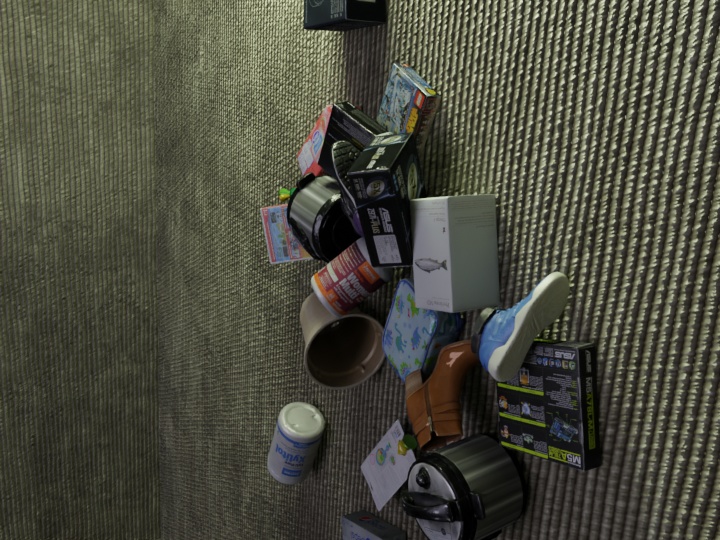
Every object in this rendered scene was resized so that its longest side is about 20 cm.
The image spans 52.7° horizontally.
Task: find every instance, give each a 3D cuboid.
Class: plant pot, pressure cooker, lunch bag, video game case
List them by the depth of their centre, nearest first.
[{"bbox_3d":[0.175,0.401,1.309,0.179,0.198,0.178,50,137,37],"label":"pressure cooker"},{"bbox_3d":[0.119,0.121,1.476,0.161,0.081,0.202,49,135,43],"label":"lunch bag"},{"bbox_3d":[-0.070,-0.120,1.658,0.200,0.177,0.178,37,116,50],"label":"pressure cooker"},{"bbox_3d":[-0.057,0.142,1.703,0.184,0.197,0.203,-124,39,-56],"label":"plant pot"},{"bbox_3d":[-0.147,-0.098,1.815,0.197,0.017,0.145,-7,100,19],"label":"video game case"}]

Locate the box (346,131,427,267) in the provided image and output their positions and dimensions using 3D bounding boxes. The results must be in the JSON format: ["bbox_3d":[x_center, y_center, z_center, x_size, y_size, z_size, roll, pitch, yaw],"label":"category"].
[{"bbox_3d":[0.061,-0.133,1.377,0.085,0.164,0.202,-2,121,23],"label":"box"}]

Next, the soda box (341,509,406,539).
[{"bbox_3d":[0.030,0.634,1.732,0.199,0.067,0.065,-2,92,59],"label":"soda box"}]

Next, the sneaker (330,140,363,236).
[{"bbox_3d":[-0.023,-0.161,1.487,0.087,0.075,0.202,-21,94,55],"label":"sneaker"}]

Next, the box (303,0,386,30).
[{"bbox_3d":[-0.037,-0.609,1.587,0.199,0.106,0.151,19,112,56],"label":"box"}]

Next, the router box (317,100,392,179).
[{"bbox_3d":[0.005,-0.237,1.515,0.200,0.051,0.150,42,132,26],"label":"router box"}]

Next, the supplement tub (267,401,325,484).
[{"bbox_3d":[-0.178,0.474,2.000,0.132,0.130,0.202,52,138,41],"label":"supplement tub"}]

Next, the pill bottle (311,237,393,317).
[{"bbox_3d":[0.000,0.000,1.546,0.199,0.109,0.110,-38,55,10],"label":"pill bottle"}]

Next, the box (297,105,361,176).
[{"bbox_3d":[-0.064,-0.284,1.702,0.200,0.094,0.104,-49,55,51],"label":"box"}]

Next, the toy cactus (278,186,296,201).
[{"bbox_3d":[-0.136,-0.165,1.875,0.166,0.101,0.201,-54,45,24],"label":"toy cactus"}]

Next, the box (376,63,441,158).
[{"bbox_3d":[0.087,-0.301,1.495,0.137,0.039,0.202,55,140,39],"label":"box"}]

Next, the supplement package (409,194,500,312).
[{"bbox_3d":[0.171,-0.033,1.325,0.116,0.116,0.203,3,98,57],"label":"supplement package"}]

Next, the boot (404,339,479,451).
[{"bbox_3d":[0.166,0.229,1.342,0.199,0.077,0.157,-32,44,23],"label":"boot"}]

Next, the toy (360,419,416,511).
[{"bbox_3d":[0.076,0.439,1.643,0.201,0.047,0.116,-62,41,39],"label":"toy"}]

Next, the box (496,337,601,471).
[{"bbox_3d":[0.306,0.213,1.210,0.199,0.047,0.196,-1,95,59],"label":"box"}]

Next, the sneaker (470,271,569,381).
[{"bbox_3d":[0.254,0.073,1.205,0.202,0.076,0.111,-61,36,12],"label":"sneaker"}]
